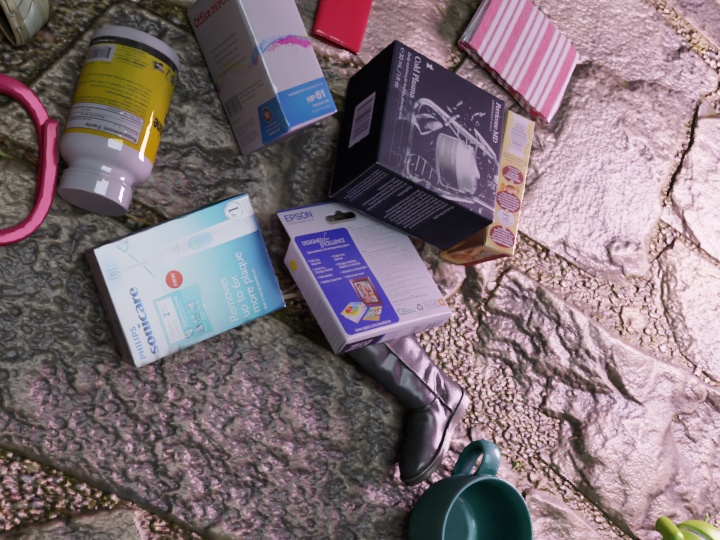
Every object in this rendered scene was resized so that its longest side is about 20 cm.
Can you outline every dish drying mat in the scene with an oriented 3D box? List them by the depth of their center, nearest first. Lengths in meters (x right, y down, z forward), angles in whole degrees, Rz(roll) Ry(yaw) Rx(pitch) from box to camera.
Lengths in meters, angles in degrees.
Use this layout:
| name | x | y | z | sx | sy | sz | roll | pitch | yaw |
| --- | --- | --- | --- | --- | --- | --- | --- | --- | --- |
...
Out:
| name | x | y | z | sx | sy | sz | roll | pitch | yaw |
| --- | --- | --- | --- | --- | --- | --- | --- | --- | --- |
| dish drying mat | -0.014 | -0.408 | 1.543 | 0.076 | 0.018 | 0.203 | 20 | 74 | -26 |

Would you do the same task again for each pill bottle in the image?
| name | x | y | z | sx | sy | sz | roll | pitch | yaw |
| --- | --- | --- | --- | --- | --- | --- | --- | --- | --- |
| pill bottle | -0.289 | -0.174 | 1.293 | 0.111 | 0.112 | 0.203 | 20 | 74 | -26 |

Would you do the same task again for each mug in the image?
| name | x | y | z | sx | sy | sz | roll | pitch | yaw |
| --- | --- | --- | --- | --- | --- | --- | --- | --- | --- |
| mug | 0.148 | 0.342 | 1.475 | 0.152 | 0.114 | 0.186 | 48 | 62 | -15 |

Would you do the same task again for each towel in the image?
| name | x | y | z | sx | sy | sz | roll | pitch | yaw |
| --- | --- | --- | --- | --- | --- | --- | --- | --- | --- |
| towel | 0.247 | -0.339 | 1.682 | 0.199 | 0.030 | 0.148 | 39 | 66 | -23 |

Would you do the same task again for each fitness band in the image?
| name | x | y | z | sx | sy | sz | roll | pitch | yaw |
| --- | --- | --- | --- | --- | --- | --- | --- | --- | --- |
| fitness band | -0.422 | -0.128 | 1.256 | 0.141 | 0.037 | 0.204 | 6 | 79 | -27 |

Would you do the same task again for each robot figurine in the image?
| name | x | y | z | sx | sy | sz | roll | pitch | yaw |
| --- | --- | --- | --- | --- | --- | --- | --- | --- | --- |
| robot figurine | 0.488 | 0.461 | 1.655 | 0.199 | 0.115 | 0.177 | -35 | 98 | -30 |

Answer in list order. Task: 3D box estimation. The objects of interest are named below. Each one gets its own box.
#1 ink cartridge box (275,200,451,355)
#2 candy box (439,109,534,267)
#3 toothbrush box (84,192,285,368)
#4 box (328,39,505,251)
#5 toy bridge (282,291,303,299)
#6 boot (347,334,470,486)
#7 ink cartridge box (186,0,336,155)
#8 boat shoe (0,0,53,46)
| name | x | y | z | sx | sy | sz | roll | pitch | yaw |
| --- | --- | --- | --- | --- | --- | --- | --- | --- | --- |
| ink cartridge box | 0.000 | 0.000 | 1.444 | 0.195 | 0.047 | 0.202 | -12 | 62 | -40 |
| candy box | 0.180 | -0.114 | 1.557 | 0.055 | 0.115 | 0.204 | 19 | 74 | -25 |
| toothbrush box | -0.210 | 0.010 | 1.310 | 0.197 | 0.085 | 0.149 | -21 | 97 | -20 |
| box | 0.080 | -0.166 | 1.483 | 0.194 | 0.123 | 0.203 | 24 | 59 | -27 |
| toy bridge | -0.139 | 0.002 | 1.405 | 0.198 | 0.027 | 0.068 | 23 | 72 | -25 |
| boot | 0.047 | 0.160 | 1.467 | 0.200 | 0.072 | 0.183 | 49 | 49 | -23 |
| ink cartridge box | -0.127 | -0.266 | 1.382 | 0.084 | 0.144 | 0.203 | -26 | 96 | -30 |
| boat shoe | -0.444 | -0.351 | 1.253 | 0.201 | 0.073 | 0.063 | 50 | 58 | -23 |
